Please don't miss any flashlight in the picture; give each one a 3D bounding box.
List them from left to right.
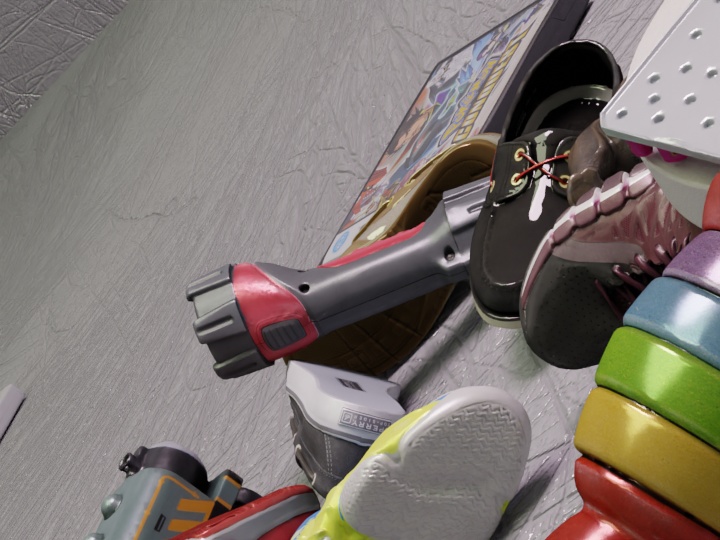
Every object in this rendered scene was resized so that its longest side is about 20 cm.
[{"bbox_3d":[0.000,0.000,1.418,0.199,0.068,0.068,-23,-7,8],"label":"flashlight"}]

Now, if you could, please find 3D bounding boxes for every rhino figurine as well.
[{"bbox_3d":[0.180,-0.102,1.258,0.200,0.060,0.087,-48,5,4],"label":"rhino figurine"}]

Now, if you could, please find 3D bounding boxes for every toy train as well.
[{"bbox_3d":[-0.112,0.186,1.366,0.085,0.114,0.201,-37,21,43],"label":"toy train"}]

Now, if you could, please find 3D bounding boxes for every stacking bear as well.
[{"bbox_3d":[0.131,0.075,0.921,0.201,0.113,0.121,-58,15,-5],"label":"stacking bear"}]

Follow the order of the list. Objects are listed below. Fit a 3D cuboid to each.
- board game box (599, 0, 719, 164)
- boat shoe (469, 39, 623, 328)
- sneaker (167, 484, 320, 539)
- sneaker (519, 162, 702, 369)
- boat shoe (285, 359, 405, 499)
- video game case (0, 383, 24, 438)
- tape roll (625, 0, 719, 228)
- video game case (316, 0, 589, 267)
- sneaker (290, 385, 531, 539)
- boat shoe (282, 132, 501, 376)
[{"bbox_3d":[0.225,-0.107,1.000,0.200,0.026,0.199,-50,37,-16],"label":"board game box"},{"bbox_3d":[0.100,-0.049,1.330,0.073,0.063,0.202,3,42,20],"label":"boat shoe"},{"bbox_3d":[-0.071,0.194,1.294,0.078,0.116,0.200,-27,-2,38],"label":"sneaker"},{"bbox_3d":[0.145,0.000,1.108,0.200,0.076,0.116,-43,20,28],"label":"sneaker"},{"bbox_3d":[-0.010,0.095,1.380,0.200,0.069,0.067,-144,68,-80],"label":"boat shoe"},{"bbox_3d":[-0.417,0.219,2.386,0.182,0.024,0.201,-35,23,49],"label":"video game case"},{"bbox_3d":[0.210,-0.097,1.060,0.202,0.037,0.203,-24,37,20],"label":"tape roll"},{"bbox_3d":[0.062,-0.092,1.657,0.181,0.025,0.201,-28,29,58],"label":"video game case"},{"bbox_3d":[0.009,0.122,1.226,0.200,0.076,0.105,-49,14,16],"label":"sneaker"},{"bbox_3d":[0.030,-0.005,1.487,0.200,0.074,0.066,-44,4,22],"label":"boat shoe"}]
